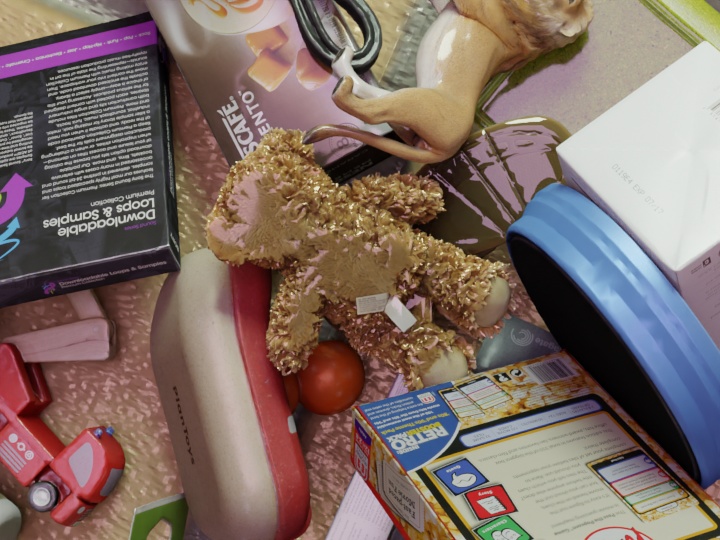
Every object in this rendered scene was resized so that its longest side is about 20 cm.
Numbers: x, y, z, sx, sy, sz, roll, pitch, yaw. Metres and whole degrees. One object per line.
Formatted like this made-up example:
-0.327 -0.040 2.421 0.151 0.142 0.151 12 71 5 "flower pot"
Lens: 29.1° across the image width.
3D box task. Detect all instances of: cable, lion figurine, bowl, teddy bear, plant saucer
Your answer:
-0.062 -0.206 0.893 0.199 0.050 0.097 35 71 -5 "cable"
0.058 -0.128 0.858 0.122 0.072 0.201 36 78 -17 "lion figurine"
0.154 0.042 0.811 0.039 0.201 0.201 -35 83 -4 "bowl"
0.000 0.000 0.852 0.198 0.067 0.146 15 96 -6 "teddy bear"
0.165 -0.110 0.925 0.200 0.048 0.200 42 92 7 "plant saucer"

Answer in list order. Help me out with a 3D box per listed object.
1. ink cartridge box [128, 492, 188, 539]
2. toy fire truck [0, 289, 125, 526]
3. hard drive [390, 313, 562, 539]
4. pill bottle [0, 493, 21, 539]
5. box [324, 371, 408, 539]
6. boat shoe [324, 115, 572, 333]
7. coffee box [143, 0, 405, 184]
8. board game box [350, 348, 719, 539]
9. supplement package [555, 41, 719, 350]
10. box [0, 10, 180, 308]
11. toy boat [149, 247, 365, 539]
-0.178 0.238 0.897 0.075 0.148 0.202 12 87 9 "ink cartridge box"
-0.219 0.060 0.961 0.141 0.049 0.200 -45 83 2 "toy fire truck"
0.112 0.135 0.877 0.139 0.033 0.201 24 58 8 "hard drive"
-0.339 0.150 0.939 0.199 0.111 0.111 35 91 7 "pill bottle"
0.007 0.161 0.932 0.041 0.039 0.201 23 90 9 "box"
0.056 -0.034 0.909 0.199 0.066 0.074 -33 90 17 "boat shoe"
-0.063 -0.150 0.938 0.114 0.080 0.201 -27 84 5 "coffee box"
0.103 0.131 0.776 0.150 0.200 0.047 -13 125 -22 "board game box"
0.206 -0.013 0.820 0.109 0.200 0.114 -35 54 -4 "supplement package"
-0.196 -0.076 0.930 0.142 0.036 0.201 -11 57 5 "box"
-0.058 0.077 0.919 0.130 0.130 0.202 -13 85 -24 "toy boat"
